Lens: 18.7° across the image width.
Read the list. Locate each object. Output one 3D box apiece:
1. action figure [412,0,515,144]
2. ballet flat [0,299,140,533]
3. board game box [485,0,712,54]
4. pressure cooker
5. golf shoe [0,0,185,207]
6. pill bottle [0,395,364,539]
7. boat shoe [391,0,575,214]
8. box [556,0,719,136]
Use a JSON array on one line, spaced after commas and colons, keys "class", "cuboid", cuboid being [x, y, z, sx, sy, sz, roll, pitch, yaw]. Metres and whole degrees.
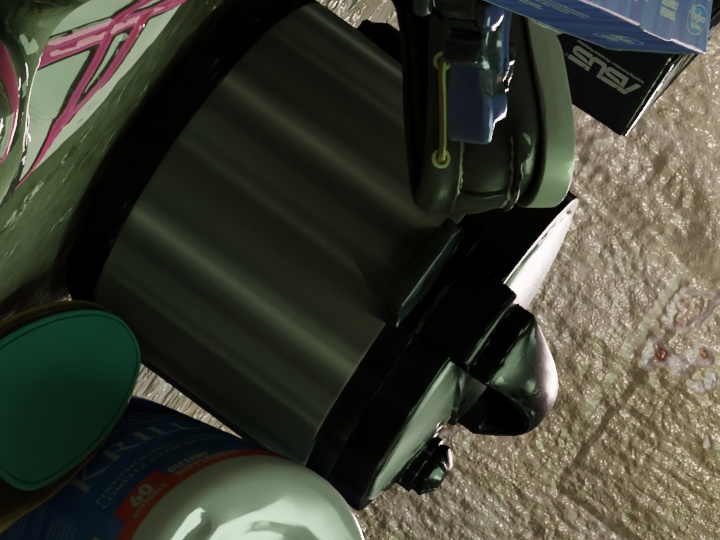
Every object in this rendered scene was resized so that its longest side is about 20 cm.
[{"class": "action figure", "cuboid": [0.014, -0.148, 0.724, 0.193, 0.104, 0.202, -25, 119, -66]}, {"class": "ballet flat", "cuboid": [-0.161, 0.078, 0.836, 0.063, 0.069, 0.200, -23, -164, 43]}, {"class": "board game box", "cuboid": [0.068, -0.177, 0.652, 0.200, 0.043, 0.201, 5, 92, -63]}, {"class": "pressure cooker", "cuboid": [-0.002, 0.002, 0.932, 0.179, 0.199, 0.176, -60, 170, 33]}, {"class": "golf shoe", "cuboid": [-0.076, -0.087, 0.554, 0.200, 0.073, 0.092, -47, -179, 13]}, {"class": "pill bottle", "cuboid": [-0.090, 0.113, 0.910, 0.113, 0.112, 0.200, -54, -150, -14]}, {"class": "boat shoe", "cuboid": [0.033, -0.120, 0.841, 0.060, 0.203, 0.072, -6, 164, -15]}, {"class": "box", "cuboid": [0.091, -0.146, 1.048, 0.049, 0.161, 0.200, -57, 175, 25]}]
